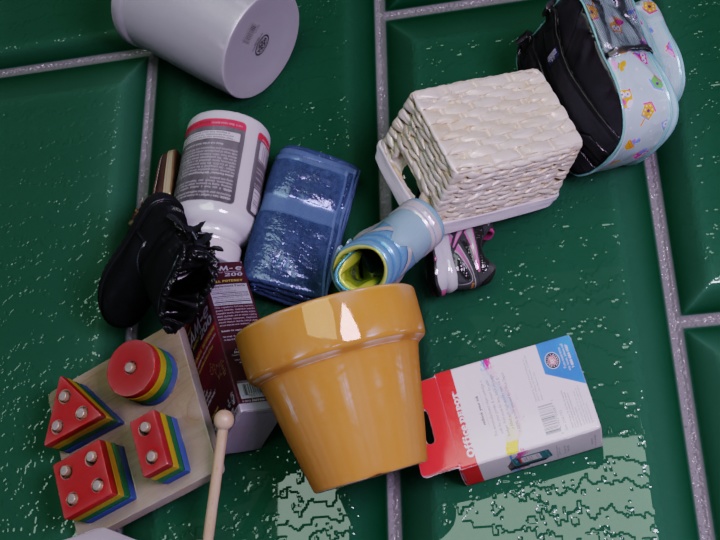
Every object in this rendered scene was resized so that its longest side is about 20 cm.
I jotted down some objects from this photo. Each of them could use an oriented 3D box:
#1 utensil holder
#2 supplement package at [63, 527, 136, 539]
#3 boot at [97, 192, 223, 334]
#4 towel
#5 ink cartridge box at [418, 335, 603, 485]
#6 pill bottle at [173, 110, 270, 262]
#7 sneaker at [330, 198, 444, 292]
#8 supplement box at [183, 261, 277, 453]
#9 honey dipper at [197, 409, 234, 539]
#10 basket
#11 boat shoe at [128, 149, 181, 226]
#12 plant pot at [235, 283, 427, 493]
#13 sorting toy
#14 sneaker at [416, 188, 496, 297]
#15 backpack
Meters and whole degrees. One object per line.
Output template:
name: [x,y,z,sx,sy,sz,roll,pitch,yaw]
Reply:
utensil holder: [-0.207,-0.345,1.553,0.200,0.170,0.170,31,75,22]
supplement package: [-0.237,0.368,1.215,0.200,0.120,0.121,16,94,20]
boot: [-0.237,0.018,1.339,0.198,0.073,0.162,-62,37,18]
towel: [-0.075,-0.057,1.423,0.112,0.049,0.200,18,68,-9]
ink cartridge box: [0.155,0.161,1.271,0.200,0.067,0.116,-17,61,5]
pill bottle: [-0.181,-0.093,1.451,0.111,0.111,0.200,0,64,13]
sneaker: [0.000,0.000,1.306,0.080,0.200,0.131,49,53,5]
supplement box: [-0.155,0.101,1.345,0.061,0.109,0.200,-3,56,-28]
honey dipper: [-0.165,0.252,1.268,0.038,0.038,0.200,8,96,17]
basket: [0.140,-0.140,1.334,0.200,0.123,0.136,-15,65,-25]
boat shoe: [-0.268,-0.064,1.483,0.072,0.072,0.200,-2,71,12]
plant pot: [-0.014,0.131,1.213,0.200,0.200,0.183,-17,79,5]
sorting toy: [-0.282,0.183,1.337,0.200,0.070,0.199,-29,61,15]
sneaker: [0.118,-0.059,1.396,0.086,0.080,0.200,-1,66,-7]
backpack: [0.293,-0.219,1.365,0.153,0.176,0.200,-6,71,-24]
